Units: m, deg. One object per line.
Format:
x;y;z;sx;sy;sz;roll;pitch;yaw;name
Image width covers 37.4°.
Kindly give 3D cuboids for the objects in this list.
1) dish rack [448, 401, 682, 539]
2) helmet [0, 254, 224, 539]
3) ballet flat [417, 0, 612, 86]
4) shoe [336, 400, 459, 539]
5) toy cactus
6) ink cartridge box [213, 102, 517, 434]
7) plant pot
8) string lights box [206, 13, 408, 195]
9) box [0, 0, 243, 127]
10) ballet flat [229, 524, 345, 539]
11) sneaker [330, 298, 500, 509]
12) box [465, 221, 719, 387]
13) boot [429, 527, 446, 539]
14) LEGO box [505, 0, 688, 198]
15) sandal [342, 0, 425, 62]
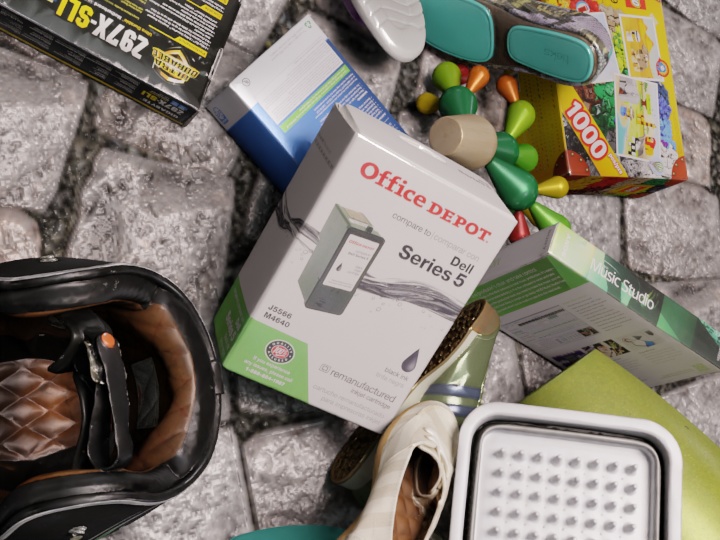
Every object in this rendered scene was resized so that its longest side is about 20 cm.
0.149;0.206;0.788;0.169;0.044;0.202;6;71;4;dish rack
-0.205;0.085;0.668;0.200;0.189;0.202;40;44;-52;helmet
0.133;-0.214;0.943;0.072;0.199;0.073;-41;144;-39;ballet flat
0.037;0.163;0.756;0.070;0.053;0.200;53;39;-16;shoe
0.101;-0.103;0.909;0.164;0.102;0.202;3;62;-59;toy cactus
0.000;0.000;0.800;0.144;0.084;0.201;25;106;-21;ink cartridge box
0.219;0.175;0.899;0.186;0.187;0.201;-29;79;-30;plant pot
-0.020;-0.097;0.881;0.200;0.059;0.103;49;62;-11;string lights box
-0.191;-0.230;0.824;0.199;0.049;0.161;26;71;-22;box
-0.096;0.228;0.775;0.198;0.069;0.070;2;78;-26;ballet flat
0.066;0.125;0.879;0.090;0.067;0.200;46;68;-13;sneaker
0.196;0.040;0.920;0.199;0.144;0.037;31;62;-20;box
0.025;0.300;0.767;0.153;0.073;0.206;-6;78;-53;boot
0.221;-0.176;1.019;0.147;0.077;0.203;-1;80;-28;LEGO box
-0.004;-0.264;0.936;0.082;0.050;0.204;-14;73;-44;sandal
